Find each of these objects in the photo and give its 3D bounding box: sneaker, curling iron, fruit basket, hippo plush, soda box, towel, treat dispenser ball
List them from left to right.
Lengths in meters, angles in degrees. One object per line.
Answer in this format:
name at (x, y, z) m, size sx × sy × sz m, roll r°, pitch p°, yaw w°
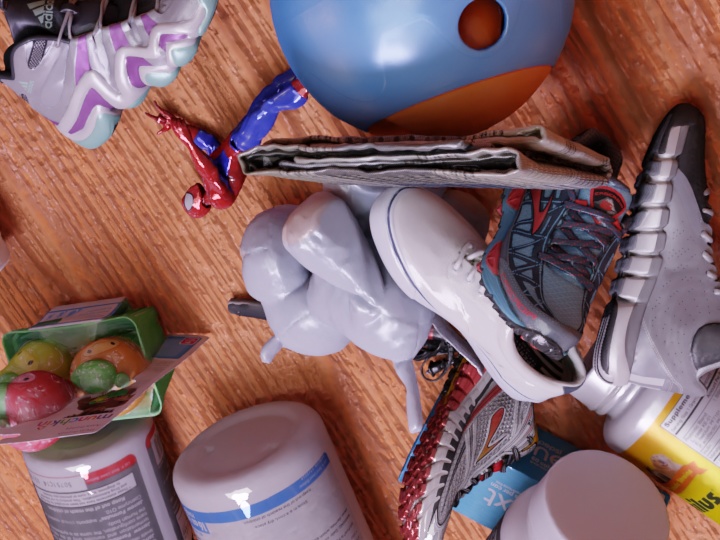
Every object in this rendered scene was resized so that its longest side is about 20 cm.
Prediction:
fruit basket at (-0.242, 0.090, 1.524) m, size 0.184 × 0.200 × 0.094 m, roll -8°, pitch 101°, yaw 26°
sneaker at (-0.202, -0.181, 1.397) m, size 0.139 × 0.078 × 0.200 m, roll 31°, pitch 128°, yaw -25°
curling iron at (-0.014, 0.048, 1.512) m, size 0.199 × 0.026 × 0.050 m, roll 12°, pitch 120°, yaw 16°
hippo plush at (0.000, 0.000, 1.434) m, size 0.160 × 0.159 × 0.201 m, roll -14°, pitch 111°, yaw 56°
treat dispenser ball at (0.040, -0.183, 1.246) m, size 0.199 × 0.201 × 0.202 m, roll 10°, pitch 122°, yaw 16°
towel at (0.046, -0.072, 1.222) m, size 0.191 × 0.200 × 0.035 m, roll 2°, pitch 91°, yaw 22°
sneaker at (0.091, 0.127, 1.426) m, size 0.082 × 0.201 × 0.078 m, roll 29°, pitch 163°, yaw -4°
sneaker at (0.090, 0.012, 1.351) m, size 0.200 × 0.073 × 0.071 m, roll 45°, pitch 151°, yaw -19°
soda box at (0.136, 0.171, 1.503) m, size 0.199 × 0.064 × 0.068 m, roll 28°, pitch 126°, yaw 5°
sneaker at (0.138, -0.028, 1.299) m, size 0.079 × 0.201 × 0.095 m, roll 33°, pitch 127°, yaw -19°
sneaker at (0.238, -0.008, 1.328) m, size 0.115 × 0.075 × 0.201 m, roll 15°, pitch 92°, yaw 0°

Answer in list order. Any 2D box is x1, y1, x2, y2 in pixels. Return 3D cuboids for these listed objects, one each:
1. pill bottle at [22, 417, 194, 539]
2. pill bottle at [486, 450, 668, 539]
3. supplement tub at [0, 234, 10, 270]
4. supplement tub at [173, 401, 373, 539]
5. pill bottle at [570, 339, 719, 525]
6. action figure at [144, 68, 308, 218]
pill bottle at (-0.206, 0.217, 1.635) m, size 0.113 × 0.114 × 0.201 m, roll -3°, pitch 117°, yaw 23°
pill bottle at (0.141, 0.227, 1.403) m, size 0.113 × 0.114 × 0.200 m, roll 30°, pitch 137°, yaw 3°
supplement tub at (-0.385, -0.062, 1.531) m, size 0.131 × 0.132 × 0.201 m, roll -20°, pitch 111°, yaw 30°
supplement tub at (-0.059, 0.221, 1.560) m, size 0.131 × 0.132 × 0.201 m, roll -11°, pitch 114°, yaw 26°
pill bottle at (0.254, 0.114, 1.394) m, size 0.199 × 0.109 × 0.109 m, roll 35°, pitch 126°, yaw -1°
action figure at (-0.101, -0.121, 1.423) m, size 0.099 × 0.065 × 0.200 m, roll 30°, pitch 125°, yaw -8°
